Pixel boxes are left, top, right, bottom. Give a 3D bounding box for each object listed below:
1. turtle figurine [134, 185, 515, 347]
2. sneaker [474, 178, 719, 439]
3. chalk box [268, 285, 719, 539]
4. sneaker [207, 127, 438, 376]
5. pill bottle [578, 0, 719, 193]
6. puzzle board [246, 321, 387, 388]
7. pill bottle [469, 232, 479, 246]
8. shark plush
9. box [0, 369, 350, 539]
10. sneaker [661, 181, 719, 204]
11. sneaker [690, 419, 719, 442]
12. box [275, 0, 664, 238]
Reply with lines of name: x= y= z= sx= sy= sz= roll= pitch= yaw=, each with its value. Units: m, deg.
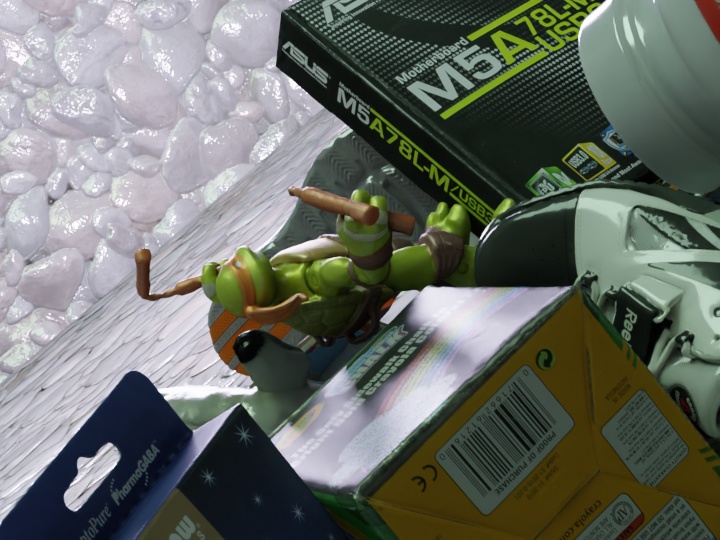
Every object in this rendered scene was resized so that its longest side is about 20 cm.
turtle figurine: x=0.000 y=0.000 z=0.980 sx=0.161 sy=0.065 sz=0.200 roll=-8 pitch=-8 yaw=-34
sneaker: x=0.128 y=0.021 z=0.859 sx=0.199 sy=0.074 sz=0.089 roll=8 pitch=43 yaw=26
chalk box: x=0.043 y=0.090 z=0.897 sx=0.125 sy=0.124 sz=0.200 roll=-42 pitch=12 yaw=-14
sneaker: x=0.005 y=-0.024 z=1.190 sx=0.200 sy=0.078 sz=0.112 roll=-40 pitch=-9 yaw=20
pill bottle: x=0.194 y=-0.122 z=0.895 sx=0.200 sy=0.116 sz=0.116 roll=-37 pitch=9 yaw=32
puzzle board: x=-0.018 y=0.088 z=1.139 sx=0.151 sy=0.017 sz=0.200 roll=-40 pitch=-24 yaw=14
pill bottle: x=0.126 y=-0.024 z=1.150 sx=0.200 sy=0.114 sz=0.114 roll=-46 pitch=12 yaw=-36
shark plush: x=-0.018 y=0.076 z=1.037 sx=0.199 sy=0.091 sz=0.083 roll=-1 pitch=-7 yaw=-36
box: x=-0.034 y=0.132 z=0.772 sx=0.032 sy=0.200 sz=0.121 roll=-33 pitch=12 yaw=32
sneaker: x=0.156 y=0.004 z=1.026 sx=0.078 sy=0.079 sz=0.200 roll=-25 pitch=19 yaw=52
sneaker: x=0.185 y=0.015 z=0.936 sx=0.200 sy=0.073 sz=0.085 roll=-30 pitch=-2 yaw=22
box: x=0.093 y=-0.106 z=1.111 sx=0.200 sy=0.193 sz=0.048 roll=-32 pitch=-28 yaw=-30
